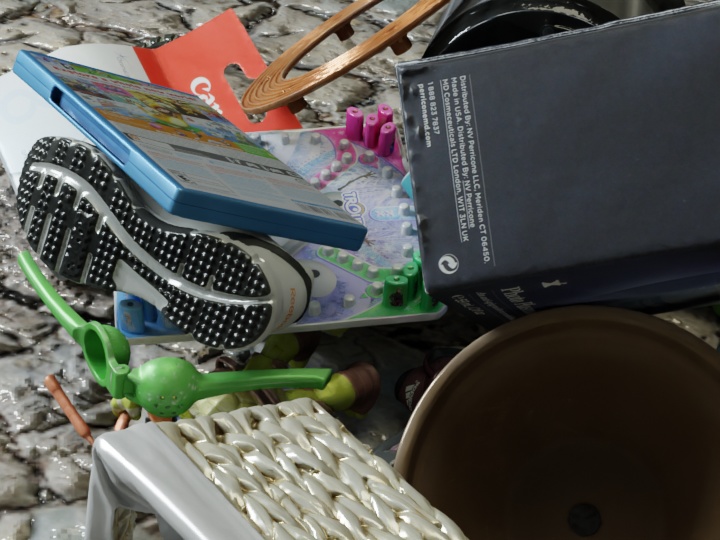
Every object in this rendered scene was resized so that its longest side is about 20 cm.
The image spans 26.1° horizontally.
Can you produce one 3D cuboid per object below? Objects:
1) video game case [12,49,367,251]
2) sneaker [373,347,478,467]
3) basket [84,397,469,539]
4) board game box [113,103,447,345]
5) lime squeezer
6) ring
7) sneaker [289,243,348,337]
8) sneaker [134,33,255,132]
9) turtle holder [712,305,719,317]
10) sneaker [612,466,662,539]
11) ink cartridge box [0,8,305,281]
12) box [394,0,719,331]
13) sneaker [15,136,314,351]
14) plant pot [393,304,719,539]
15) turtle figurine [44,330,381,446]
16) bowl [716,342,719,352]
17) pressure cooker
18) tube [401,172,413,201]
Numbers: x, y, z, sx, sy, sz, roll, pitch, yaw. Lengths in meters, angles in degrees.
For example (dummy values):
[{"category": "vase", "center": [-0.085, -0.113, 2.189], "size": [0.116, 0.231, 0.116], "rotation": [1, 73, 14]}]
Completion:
[{"category": "video game case", "center": [-0.104, -0.073, 0.924], "size": [0.142, 0.018, 0.200], "rotation": [10, 21, -44]}, {"category": "sneaker", "center": [0.043, 0.096, 0.903], "size": [0.199, 0.076, 0.115], "rotation": [-8, 27, -45]}, {"category": "basket", "center": [-0.025, 0.161, 0.700], "size": [0.123, 0.137, 0.200], "rotation": [-14, 37, -37]}, {"category": "board game box", "center": [-0.059, -0.037, 0.983], "size": [0.198, 0.026, 0.201], "rotation": [-5, 40, -7]}, {"category": "lime squeezer", "center": [-0.120, 0.041, 0.857], "size": [0.198, 0.038, 0.071], "rotation": [20, 56, 13]}, {"category": "ring", "center": [0.005, -0.160, 1.044], "size": [0.199, 0.019, 0.201], "rotation": [-31, 18, 11]}, {"category": "sneaker", "center": [0.000, 0.000, 1.036], "size": [0.198, 0.077, 0.076], "rotation": [0, 33, -9]}, {"category": "sneaker", "center": [-0.113, -0.083, 1.150], "size": [0.078, 0.090, 0.201], "rotation": [-22, 57, -4]}, {"category": "turtle holder", "center": [0.264, -0.053, 1.132], "size": [0.183, 0.133, 0.141], "rotation": [-2, 35, 6]}, {"category": "sneaker", "center": [0.217, 0.115, 0.903], "size": [0.199, 0.079, 0.079], "rotation": [-27, 86, -23]}, {"category": "ink cartridge box", "center": [-0.153, -0.103, 1.087], "size": [0.199, 0.047, 0.161], "rotation": [-27, 57, -5]}, {"category": "box", "center": [0.141, -0.045, 0.804], "size": [0.196, 0.125, 0.200], "rotation": [-11, -11, 15]}, {"category": "sneaker", "center": [-0.113, -0.015, 0.887], "size": [0.199, 0.074, 0.080], "rotation": [32, 17, 23]}, {"category": "plant pot", "center": [0.117, 0.124, 0.795], "size": [0.199, 0.203, 0.093], "rotation": [13, -10, 8]}, {"category": "turtle figurine", "center": [-0.073, 0.076, 0.902], "size": [0.199, 0.065, 0.161], "rotation": [25, 34, 28]}, {"category": "bowl", "center": [0.293, 0.086, 0.834], "size": [0.199, 0.105, 0.203], "rotation": [4, 70, -12]}, {"category": "pressure cooker", "center": [0.128, -0.127, 1.052], "size": [0.174, 0.180, 0.200], "rotation": [8, 25, 7]}, {"category": "tube", "center": [0.102, 0.011, 0.949], "size": [0.050, 0.077, 0.201], "rotation": [-33, 83, -26]}]
